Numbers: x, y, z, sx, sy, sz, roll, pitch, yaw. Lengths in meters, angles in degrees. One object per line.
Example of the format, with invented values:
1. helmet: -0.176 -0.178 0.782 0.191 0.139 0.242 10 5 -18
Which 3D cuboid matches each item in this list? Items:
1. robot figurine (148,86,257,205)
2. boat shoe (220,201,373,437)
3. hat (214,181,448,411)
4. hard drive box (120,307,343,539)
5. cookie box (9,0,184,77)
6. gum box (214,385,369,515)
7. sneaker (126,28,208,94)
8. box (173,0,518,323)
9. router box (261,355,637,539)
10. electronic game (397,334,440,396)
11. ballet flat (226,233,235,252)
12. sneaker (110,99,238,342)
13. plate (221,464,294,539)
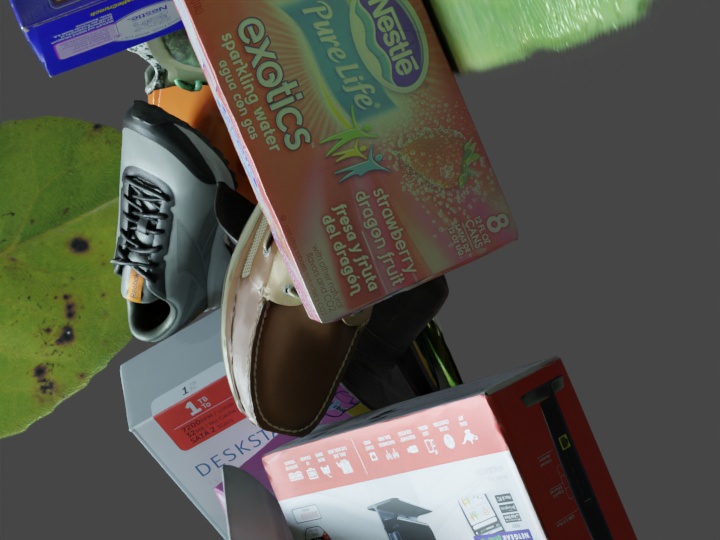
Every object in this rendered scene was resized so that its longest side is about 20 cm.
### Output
1. robot figurine: -0.077 -0.111 1.035 0.200 0.116 0.144 40 139 50
2. boat shoe: -0.020 -0.014 0.739 0.074 0.075 0.201 -151 72 -70
3. hat: 0.000 0.000 0.910 0.201 0.081 0.201 48 -173 -8
4. hard drive box: -0.051 0.115 1.045 0.200 0.156 0.077 56 -173 -35
5. cookie box: -0.125 -0.228 0.769 0.075 0.171 0.200 100 148 -77
6. gum box: 0.019 0.156 0.900 0.200 0.113 0.066 22 141 46
7. sneaker: -0.098 -0.141 0.918 0.200 0.089 0.077 30 -146 -18
8. box: -0.017 -0.086 0.650 0.103 0.094 0.200 167 80 -86
9. router box: 0.052 0.148 0.705 0.200 0.049 0.180 -25 88 54
10. electronic game: 0.014 0.003 1.104 0.200 0.042 0.200 -24 -90 -85
11. ballet flat: -0.068 -0.035 1.097 0.200 0.068 0.075 -115 10 -55
12. sneaker: -0.129 -0.027 0.977 0.074 0.079 0.200 27 143 23
13. plate: -0.021 0.219 0.800 0.200 0.032 0.200 -118 5 -74
